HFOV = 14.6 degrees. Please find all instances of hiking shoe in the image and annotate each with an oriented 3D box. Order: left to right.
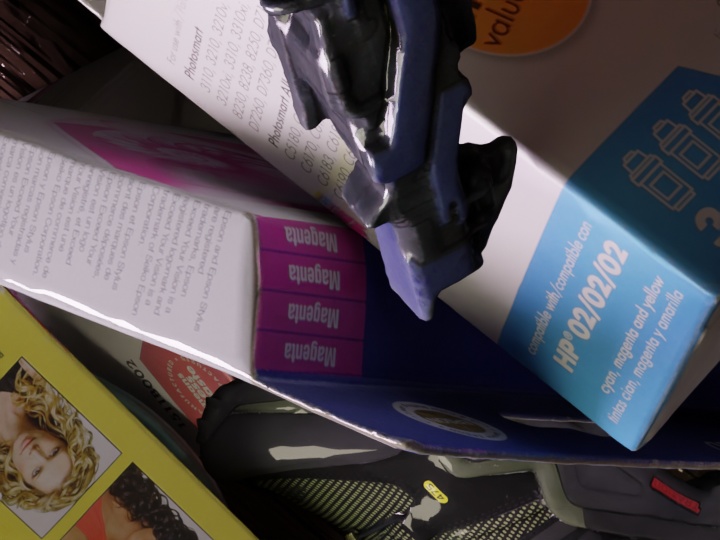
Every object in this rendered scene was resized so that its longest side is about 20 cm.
[{"bbox_3d":[0.045,0.088,0.742,0.199,0.101,0.076,17,173,0],"label":"hiking shoe"}]

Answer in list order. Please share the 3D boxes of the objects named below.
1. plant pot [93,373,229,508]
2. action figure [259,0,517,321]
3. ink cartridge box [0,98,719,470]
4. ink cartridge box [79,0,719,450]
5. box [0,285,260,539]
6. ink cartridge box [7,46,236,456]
[{"bbox_3d":[-0.130,0.135,0.895,0.200,0.200,0.196,42,147,7],"label":"plant pot"},{"bbox_3d":[-0.001,-0.099,0.524,0.104,0.193,0.201,36,145,42],"label":"action figure"},{"bbox_3d":[0.000,0.000,0.699,0.199,0.196,0.044,18,97,38],"label":"ink cartridge box"},{"bbox_3d":[0.024,-0.071,0.625,0.200,0.115,0.068,38,148,13],"label":"ink cartridge box"},{"bbox_3d":[-0.058,0.075,0.749,0.200,0.050,0.075,47,173,-27],"label":"box"},{"bbox_3d":[-0.090,0.004,0.916,0.117,0.068,0.200,52,150,-13],"label":"ink cartridge box"}]
